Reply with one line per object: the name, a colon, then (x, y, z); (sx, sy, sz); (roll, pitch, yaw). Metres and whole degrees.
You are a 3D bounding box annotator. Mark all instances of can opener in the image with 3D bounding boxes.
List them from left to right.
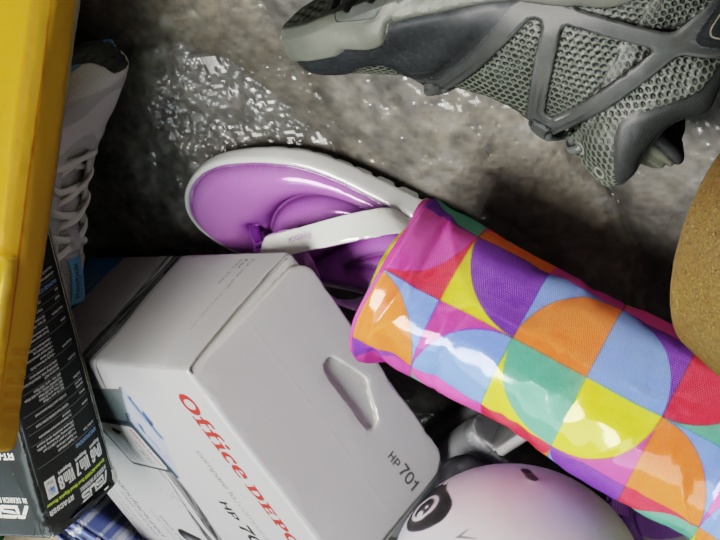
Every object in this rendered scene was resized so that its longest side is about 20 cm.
can opener: (0.079, 0.091, 0.860); (0.067, 0.053, 0.200); (40, 139, -7)

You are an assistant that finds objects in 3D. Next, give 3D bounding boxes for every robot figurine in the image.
robot figurine: (0.059, 0.180, 0.799); (0.150, 0.125, 0.201); (36, 137, 20)

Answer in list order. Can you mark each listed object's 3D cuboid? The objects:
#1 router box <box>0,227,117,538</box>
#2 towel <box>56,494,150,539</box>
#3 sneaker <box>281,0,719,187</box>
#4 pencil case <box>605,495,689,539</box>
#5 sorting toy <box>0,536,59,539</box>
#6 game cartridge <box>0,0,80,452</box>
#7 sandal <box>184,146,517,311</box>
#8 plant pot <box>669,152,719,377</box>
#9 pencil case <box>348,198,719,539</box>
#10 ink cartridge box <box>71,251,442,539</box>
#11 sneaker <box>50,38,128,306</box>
router box: (-0.231, 0.049, 0.842); (0.199, 0.062, 0.151); (-2, 112, 28)
towel: (-0.129, 0.157, 0.998); (0.199, 0.145, 0.024); (33, 96, 0)
sneaker: (0.063, -0.082, 0.690); (0.198, 0.076, 0.115); (-8, 118, 29)
pencil case: (0.128, 0.168, 0.875); (0.085, 0.084, 0.201); (3, 140, -19)
sorting toy: (-0.241, 0.191, 1.105); (0.199, 0.070, 0.200); (43, 149, -11)
game cartridge: (-0.213, -0.033, 0.755); (0.175, 0.032, 0.202); (8, 89, 28)
sandal: (0.000, -0.006, 0.818); (0.201, 0.050, 0.083); (17, 136, 17)
plant pot: (0.224, 0.017, 0.632); (0.199, 0.186, 0.187); (21, 139, 34)
pencil case: (0.094, 0.047, 0.735); (0.199, 0.088, 0.089); (31, 138, 11)
ink cartridge box: (-0.076, 0.071, 0.877); (0.199, 0.086, 0.147); (0, 131, 54)
sneaker: (-0.157, -0.029, 0.847); (0.087, 0.075, 0.200); (46, 126, 7)
